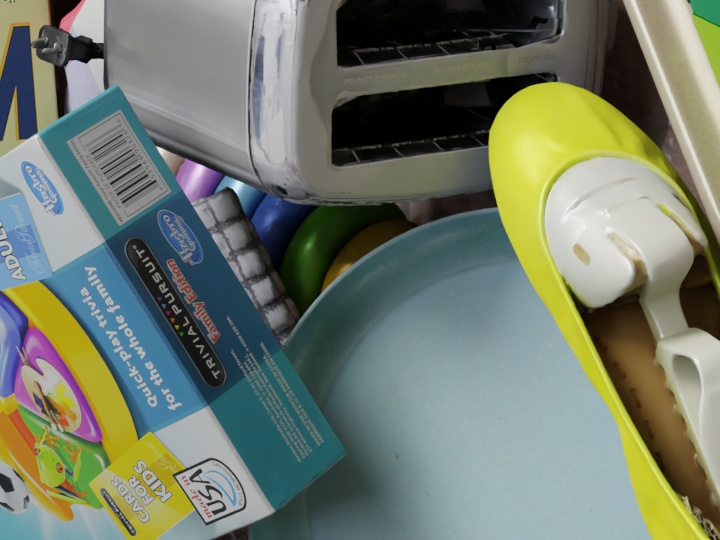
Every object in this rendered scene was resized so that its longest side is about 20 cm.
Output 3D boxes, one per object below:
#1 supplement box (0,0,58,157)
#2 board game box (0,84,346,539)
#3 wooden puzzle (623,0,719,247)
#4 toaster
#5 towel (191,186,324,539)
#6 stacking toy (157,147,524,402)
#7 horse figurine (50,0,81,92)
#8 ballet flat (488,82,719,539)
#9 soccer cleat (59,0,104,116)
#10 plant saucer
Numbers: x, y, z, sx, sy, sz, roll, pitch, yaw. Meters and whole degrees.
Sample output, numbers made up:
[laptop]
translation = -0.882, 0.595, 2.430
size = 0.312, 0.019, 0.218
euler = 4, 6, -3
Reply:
[supplement box]
translation = -0.226, -0.098, 1.123
size = 0.200, 0.134, 0.200
euler = -172, 77, -68
[board game box]
translation = -0.118, 0.041, 0.917
size = 0.200, 0.047, 0.151
euler = -27, 97, 45
[wooden puzzle]
translation = 0.156, -0.096, 0.780
size = 0.200, 0.037, 0.185
euler = -38, 66, 50
[toaster]
translation = -0.004, -0.089, 0.913
size = 0.129, 0.200, 0.114
euler = 28, 120, 52
[towel]
translation = -0.096, 0.070, 1.007
size = 0.200, 0.086, 0.166
euler = -19, 106, 44
[stacking toy]
translation = 0.000, 0.000, 0.994
size = 0.200, 0.085, 0.086
euler = 31, 106, 37
[horse figurine]
translation = -0.121, -0.139, 1.151
size = 0.200, 0.050, 0.133
euler = -23, 63, 50
[ballet flat]
translation = 0.103, 0.020, 0.837
size = 0.067, 0.067, 0.200
euler = 107, 142, -76
[soccer cleat]
translation = -0.104, -0.073, 1.080
size = 0.077, 0.067, 0.200
euler = 51, 144, 19
[plant saucer]
translation = 0.057, 0.078, 0.897
size = 0.200, 0.027, 0.201
euler = -2, 84, 17
